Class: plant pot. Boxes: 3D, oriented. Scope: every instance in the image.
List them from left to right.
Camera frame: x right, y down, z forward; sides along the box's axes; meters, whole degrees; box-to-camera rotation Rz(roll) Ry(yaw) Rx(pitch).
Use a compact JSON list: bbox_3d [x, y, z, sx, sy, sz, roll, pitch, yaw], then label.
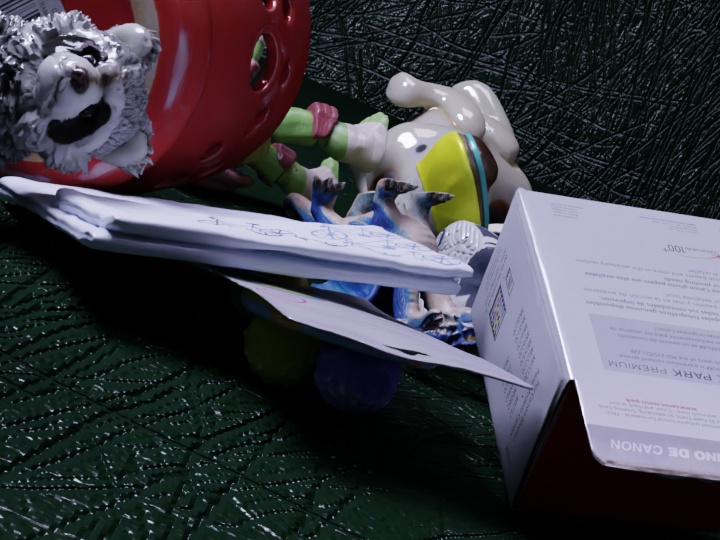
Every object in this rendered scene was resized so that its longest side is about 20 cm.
[{"bbox_3d":[-0.143,-0.140,0.935,0.199,0.202,0.182,25,14,8],"label":"plant pot"}]

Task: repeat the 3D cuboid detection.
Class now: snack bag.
[{"bbox_3d":[-0.069,-0.022,0.808,0.187,0.022,0.200,7,6,-25],"label":"snack bag"}]

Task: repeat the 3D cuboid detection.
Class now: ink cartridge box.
[{"bbox_3d":[0.164,0.060,0.730,0.198,0.084,0.176,8,38,-12],"label":"ink cartridge box"}]

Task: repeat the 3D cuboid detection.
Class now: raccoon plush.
[{"bbox_3d":[-0.183,-0.101,0.813,0.133,0.098,0.200,0,20,-27],"label":"raccoon plush"}]

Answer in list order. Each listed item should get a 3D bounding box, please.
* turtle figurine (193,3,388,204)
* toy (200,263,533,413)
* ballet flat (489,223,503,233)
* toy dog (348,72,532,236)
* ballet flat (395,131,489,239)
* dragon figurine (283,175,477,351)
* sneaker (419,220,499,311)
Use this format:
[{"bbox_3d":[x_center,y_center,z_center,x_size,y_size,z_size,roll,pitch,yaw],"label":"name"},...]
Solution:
[{"bbox_3d":[-0.086,-0.133,1.216,0.193,0.145,0.200,23,12,-30],"label":"turtle figurine"},{"bbox_3d":[-0.018,0.033,0.742,0.114,0.048,0.200,16,7,-23],"label":"toy"},{"bbox_3d":[0.145,0.007,1.249,0.199,0.068,0.068,21,8,-24],"label":"ballet flat"},{"bbox_3d":[0.063,-0.064,1.329,0.195,0.139,0.200,60,14,7],"label":"toy dog"},{"bbox_3d":[0.052,-0.030,1.092,0.066,0.067,0.200,-17,-19,-1],"label":"ballet flat"},{"bbox_3d":[0.000,0.000,0.936,0.059,0.100,0.199,13,-5,-44],"label":"dragon figurine"},{"bbox_3d":[0.113,0.032,0.980,0.129,0.080,0.199,33,-16,-20],"label":"sneaker"}]
